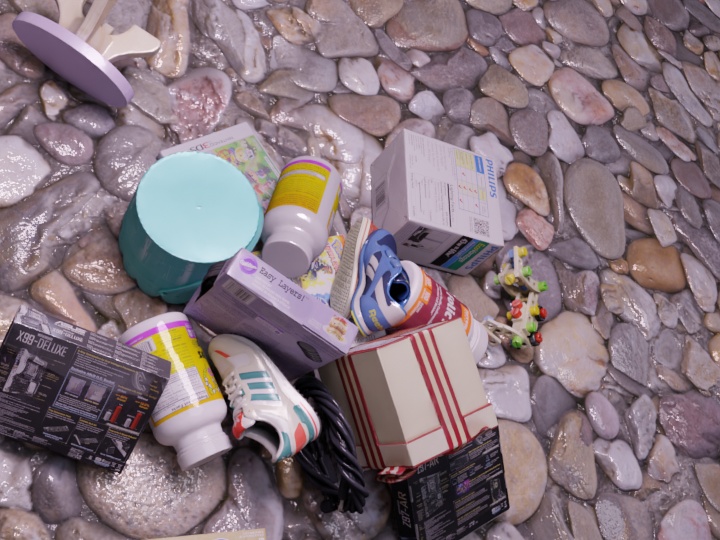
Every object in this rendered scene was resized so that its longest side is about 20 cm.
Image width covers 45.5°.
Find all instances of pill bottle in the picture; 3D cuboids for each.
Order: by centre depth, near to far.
[{"bbox_3d":[-0.247,0.165,1.165,0.104,0.104,0.200,-17,75,-37],"label":"pill bottle"},{"bbox_3d":[-0.095,-0.083,1.334,0.104,0.104,0.200,30,41,-14],"label":"pill bottle"},{"bbox_3d":[0.112,0.081,1.400,0.200,0.114,0.114,38,49,-32],"label":"pill bottle"}]

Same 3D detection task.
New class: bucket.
[{"bbox_3d":[-0.247,-0.066,1.256,0.207,0.135,0.207,9,65,-20],"label":"bucket"}]

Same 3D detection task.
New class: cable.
[{"bbox_3d":[-0.052,0.244,1.192,0.051,0.163,0.200,-15,88,-25],"label":"cable"}]

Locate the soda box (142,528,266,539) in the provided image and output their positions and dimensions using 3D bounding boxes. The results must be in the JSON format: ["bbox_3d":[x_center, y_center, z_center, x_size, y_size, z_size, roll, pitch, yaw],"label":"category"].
[{"bbox_3d":[-0.220,0.376,1.093,0.200,0.064,0.068,5,63,-30],"label":"soda box"}]

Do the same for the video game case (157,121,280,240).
[{"bbox_3d":[-0.206,-0.138,1.410,0.182,0.022,0.200,-29,82,-39],"label":"video game case"}]

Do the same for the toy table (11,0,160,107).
[{"bbox_3d":[-0.414,-0.356,1.320,0.200,0.184,0.117,38,68,-19],"label":"toy table"}]

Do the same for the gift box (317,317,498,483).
[{"bbox_3d":[0.066,0.182,1.180,0.184,0.200,0.187,-17,90,-31],"label":"gift box"}]

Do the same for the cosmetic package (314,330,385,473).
[{"bbox_3d":[-0.001,0.195,1.292,0.101,0.071,0.200,-8,83,-36],"label":"cosmetic package"}]

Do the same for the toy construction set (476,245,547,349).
[{"bbox_3d":[0.277,0.066,1.549,0.131,0.092,0.200,53,54,-28],"label":"toy construction set"}]

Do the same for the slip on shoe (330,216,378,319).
[{"bbox_3d":[0.000,0.000,1.376,0.061,0.074,0.200,31,47,-18],"label":"slip on shoe"}]

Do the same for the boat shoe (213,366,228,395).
[{"bbox_3d":[-0.168,0.096,1.277,0.065,0.072,0.200,25,58,-24],"label":"boat shoe"}]

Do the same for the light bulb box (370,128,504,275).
[{"bbox_3d":[0.135,-0.119,1.543,0.200,0.125,0.198,15,57,-25],"label":"light bulb box"}]

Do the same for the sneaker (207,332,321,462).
[{"bbox_3d":[-0.147,0.170,1.147,0.200,0.070,0.093,45,44,9],"label":"sneaker"}]

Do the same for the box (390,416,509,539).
[{"bbox_3d":[0.138,0.326,1.307,0.200,0.044,0.160,-18,104,-37],"label":"box"}]

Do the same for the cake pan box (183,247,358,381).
[{"bbox_3d":[-0.129,0.065,1.161,0.200,0.184,0.052,35,57,-13],"label":"cake pan box"}]

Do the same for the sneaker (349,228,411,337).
[{"bbox_3d":[0.042,0.013,1.303,0.074,0.082,0.200,51,33,-37],"label":"sneaker"}]

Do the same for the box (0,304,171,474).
[{"bbox_3d":[-0.360,0.152,1.071,0.200,0.158,0.050,23,18,-18],"label":"box"}]

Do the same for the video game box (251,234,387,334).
[{"bbox_3d":[-0.069,0.050,1.377,0.182,0.047,0.200,-13,72,-38],"label":"video game box"}]
